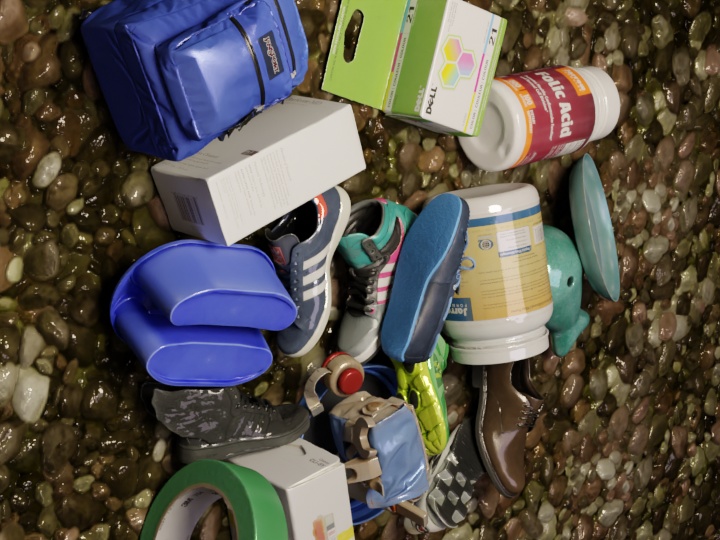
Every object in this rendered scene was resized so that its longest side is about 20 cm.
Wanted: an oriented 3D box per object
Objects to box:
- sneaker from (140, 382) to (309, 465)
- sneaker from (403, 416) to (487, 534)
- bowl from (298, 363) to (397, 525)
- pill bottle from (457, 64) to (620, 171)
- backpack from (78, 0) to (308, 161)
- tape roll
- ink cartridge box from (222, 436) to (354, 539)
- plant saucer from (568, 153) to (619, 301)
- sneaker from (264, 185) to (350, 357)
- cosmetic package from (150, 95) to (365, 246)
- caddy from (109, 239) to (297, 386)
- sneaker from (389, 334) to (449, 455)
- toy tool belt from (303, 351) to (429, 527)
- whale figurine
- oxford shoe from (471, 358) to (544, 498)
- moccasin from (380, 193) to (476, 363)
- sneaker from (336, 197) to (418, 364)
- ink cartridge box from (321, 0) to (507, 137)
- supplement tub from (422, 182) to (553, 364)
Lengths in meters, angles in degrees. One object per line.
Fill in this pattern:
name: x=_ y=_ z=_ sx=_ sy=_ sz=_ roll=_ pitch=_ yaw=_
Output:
sneaker: x=-0.144 y=0.150 z=1.525 sx=0.199 sy=0.060 sz=0.105 roll=-13 pitch=112 yaw=-30
sneaker: x=0.109 y=0.264 z=1.777 sx=0.074 sy=0.088 sz=0.200 roll=52 pitch=41 yaw=-9
bowl: x=-0.009 y=0.208 z=1.672 sx=0.200 sy=0.039 sz=0.202 roll=-11 pitch=107 yaw=-39
pill bottle: x=0.226 y=-0.196 z=1.729 sx=0.199 sy=0.114 sz=0.115 roll=-17 pitch=111 yaw=-37
backpack: x=-0.143 y=-0.213 z=1.374 sx=0.200 sy=0.167 sz=0.163 roll=-37 pitch=128 yaw=-33
tape roll: x=-0.160 y=0.303 z=1.456 sx=0.048 sy=0.200 sz=0.202 roll=20 pitch=87 yaw=-41
ink cartridge box: x=-0.079 y=0.299 z=1.563 sx=0.083 sy=0.145 sz=0.201 roll=-20 pitch=113 yaw=-34
plant saucer: x=0.310 y=-0.055 z=1.833 sx=0.200 sy=0.027 sz=0.201 roll=-12 pitch=90 yaw=-72
sneaker: x=-0.076 y=-0.004 z=1.536 sx=0.084 sy=0.075 sz=0.201 roll=11 pitch=90 yaw=-49
cosmetic package: x=-0.105 y=-0.110 z=1.466 sx=0.200 sy=0.113 sz=0.082 roll=-34 pitch=121 yaw=-32
caddy: x=-0.166 y=0.040 z=1.451 sx=0.199 sy=0.105 sz=0.142 roll=6 pitch=124 yaw=-42
sneaker: x=0.080 y=0.123 z=1.657 sx=0.083 sy=0.074 sz=0.201 roll=-13 pitch=93 yaw=-45
toy tool belt: x=0.024 y=0.195 z=1.576 sx=0.124 sy=0.123 sz=0.201 roll=-29 pitch=121 yaw=-20
whale figurine: x=0.255 y=0.031 z=1.814 sx=0.159 sy=0.103 sz=0.200 roll=-50 pitch=125 yaw=-21
oxford shoe: x=0.195 y=0.192 z=1.774 sx=0.072 sy=0.084 sz=0.201 roll=4 pitch=79 yaw=-52
moccasin: x=0.080 y=0.010 z=1.596 sx=0.068 sy=0.080 sz=0.201 roll=20 pitch=94 yaw=-43
sneaker: x=0.000 y=0.000 z=1.598 sx=0.121 sy=0.083 sz=0.201 roll=37 pitch=68 yaw=-45
ink cartridge box: x=0.064 y=-0.250 z=1.601 sx=0.199 sy=0.076 sz=0.149 roll=12 pitch=92 yaw=-43
supplement tub: x=0.157 y=0.002 z=1.681 sx=0.144 sy=0.144 sz=0.201 roll=-15 pitch=101 yaw=-38
